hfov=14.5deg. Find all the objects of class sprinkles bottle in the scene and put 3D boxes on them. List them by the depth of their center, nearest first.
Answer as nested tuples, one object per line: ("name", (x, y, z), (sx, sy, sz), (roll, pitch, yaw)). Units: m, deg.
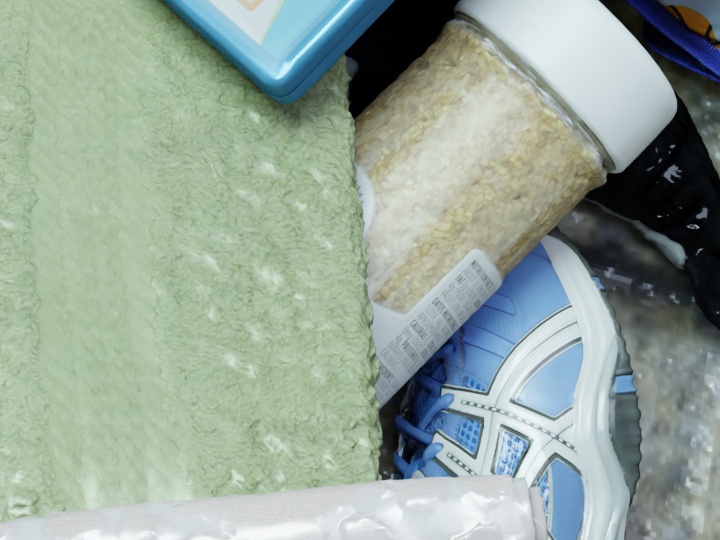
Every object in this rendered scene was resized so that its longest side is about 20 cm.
("sprinkles bottle", (0.000, 0.000, 0.810), (0.068, 0.068, 0.200), (44, 87, 0))

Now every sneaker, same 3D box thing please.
("sneaker", (0.036, 0.069, 0.831), (0.077, 0.076, 0.200), (1, 70, -23))

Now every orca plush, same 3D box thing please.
("orca plush", (0.053, -0.060, 0.885), (0.200, 0.071, 0.105), (47, 64, 1))

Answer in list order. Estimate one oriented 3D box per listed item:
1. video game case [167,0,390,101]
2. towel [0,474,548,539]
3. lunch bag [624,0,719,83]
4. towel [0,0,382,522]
("video game case", (-0.041, -0.159, 0.774), (0.200, 0.018, 0.143), (42, 85, 20))
("towel", (-0.055, 0.106, 0.699), (0.200, 0.191, 0.032), (-7, 61, -1))
("lunch bag", (0.145, -0.158, 0.925), (0.170, 0.124, 0.200), (-37, 79, -27))
("towel", (-0.068, -0.003, 0.739), (0.148, 0.037, 0.200), (1, 56, -15))
